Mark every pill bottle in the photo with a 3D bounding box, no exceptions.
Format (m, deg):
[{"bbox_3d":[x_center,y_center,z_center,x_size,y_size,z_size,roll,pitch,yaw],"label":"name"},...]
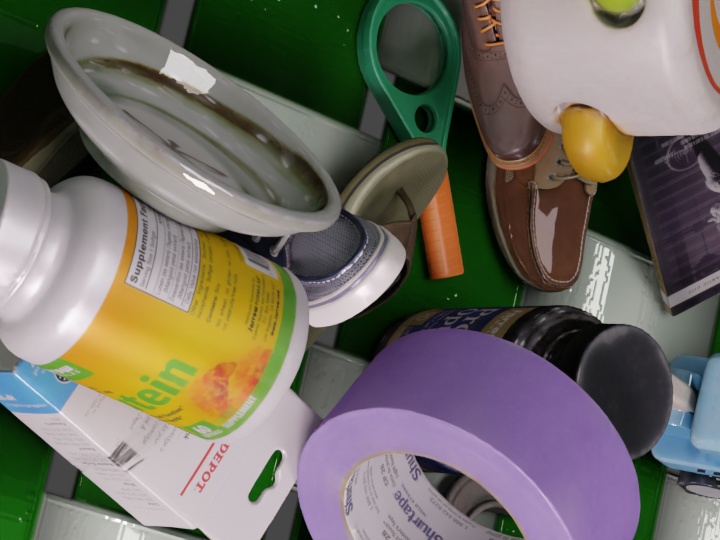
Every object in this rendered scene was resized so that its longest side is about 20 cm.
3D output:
[{"bbox_3d":[0.104,0.078,1.629,0.112,0.200,0.112,2,86,-37],"label":"pill bottle"},{"bbox_3d":[-0.138,0.014,1.427,0.200,0.111,0.111,26,73,-30],"label":"pill bottle"}]

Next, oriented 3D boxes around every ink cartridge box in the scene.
[{"bbox_3d":[-0.128,0.078,1.540,0.200,0.067,0.116,45,63,-26],"label":"ink cartridge box"}]

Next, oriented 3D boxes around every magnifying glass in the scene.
[{"bbox_3d":[0.042,-0.094,1.706,0.079,0.022,0.201,-13,94,-37],"label":"magnifying glass"}]

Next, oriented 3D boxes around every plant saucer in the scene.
[{"bbox_3d":[-0.105,-0.073,1.443,0.200,0.200,0.050,25,110,-33],"label":"plant saucer"}]

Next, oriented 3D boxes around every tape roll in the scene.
[{"bbox_3d":[0.066,0.140,1.551,0.200,0.200,0.085,58,46,-19],"label":"tape roll"}]

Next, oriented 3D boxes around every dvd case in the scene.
[{"bbox_3d":[0.263,-0.077,1.794,0.148,0.016,0.200,-27,127,-9],"label":"dvd case"}]

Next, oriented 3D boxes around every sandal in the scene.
[{"bbox_3d":[0.000,0.001,1.629,0.201,0.057,0.080,-53,152,-20],"label":"sandal"}]

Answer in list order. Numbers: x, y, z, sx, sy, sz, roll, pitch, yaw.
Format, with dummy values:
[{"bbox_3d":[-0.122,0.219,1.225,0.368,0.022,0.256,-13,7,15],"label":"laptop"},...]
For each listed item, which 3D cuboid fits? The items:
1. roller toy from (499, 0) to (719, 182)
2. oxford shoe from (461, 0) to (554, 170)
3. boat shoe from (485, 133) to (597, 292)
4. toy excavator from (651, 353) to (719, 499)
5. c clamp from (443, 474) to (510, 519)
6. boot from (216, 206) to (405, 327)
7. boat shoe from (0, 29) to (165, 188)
[{"bbox_3d":[0.171,-0.177,1.629,0.183,0.139,0.201,-59,141,-46],"label":"roller toy"},{"bbox_3d":[0.091,-0.168,1.695,0.073,0.071,0.201,27,55,-62],"label":"oxford shoe"},{"bbox_3d":[0.134,-0.085,1.739,0.076,0.072,0.201,-3,90,-36],"label":"boat shoe"},{"bbox_3d":[0.234,0.091,1.778,0.200,0.194,0.100,41,62,-59],"label":"toy excavator"},{"bbox_3d":[0.123,0.227,1.745,0.200,0.027,0.172,23,74,-34],"label":"c clamp"},{"bbox_3d":[-0.052,-0.025,1.525,0.090,0.200,0.073,45,74,-22],"label":"boot"},{"bbox_3d":[-0.184,-0.077,1.512,0.200,0.073,0.065,-45,139,-38],"label":"boat shoe"}]
